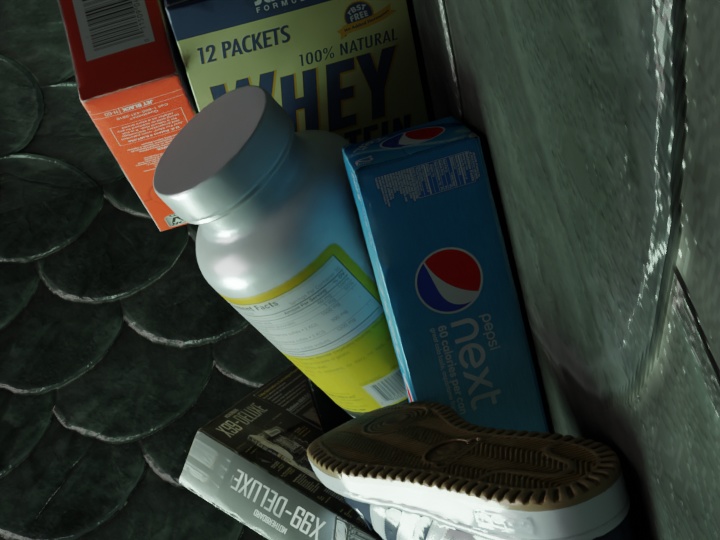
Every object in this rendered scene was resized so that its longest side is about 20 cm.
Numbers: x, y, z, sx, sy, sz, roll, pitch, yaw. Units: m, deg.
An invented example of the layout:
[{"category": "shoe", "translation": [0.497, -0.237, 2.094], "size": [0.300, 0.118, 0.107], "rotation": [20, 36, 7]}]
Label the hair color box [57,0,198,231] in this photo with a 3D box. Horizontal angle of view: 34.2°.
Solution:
[{"category": "hair color box", "translation": [-0.136, -0.112, 0.761], "size": [0.200, 0.061, 0.102], "rotation": [77, 176, -69]}]

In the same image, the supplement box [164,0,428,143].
[{"category": "supplement box", "translation": [-0.042, -0.139, 0.772], "size": [0.200, 0.134, 0.200], "rotation": [-108, 3, -55]}]

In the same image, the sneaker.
[{"category": "sneaker", "translation": [0.049, 0.124, 0.520], "size": [0.200, 0.070, 0.109], "rotation": [2, 114, 59]}]

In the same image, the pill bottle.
[{"category": "pill bottle", "translation": [-0.022, -0.008, 0.673], "size": [0.200, 0.112, 0.112], "rotation": [47, -167, -32]}]

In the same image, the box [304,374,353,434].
[{"category": "box", "translation": [0.000, 0.000, 0.878], "size": [0.200, 0.124, 0.149], "rotation": [-111, 5, -53]}]

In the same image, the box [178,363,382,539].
[{"category": "box", "translation": [-0.017, 0.142, 0.880], "size": [0.200, 0.157, 0.050], "rotation": [-32, -32, -64]}]

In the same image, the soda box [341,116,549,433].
[{"category": "soda box", "translation": [0.048, 0.027, 0.605], "size": [0.068, 0.064, 0.201], "rotation": [-113, 8, -72]}]
